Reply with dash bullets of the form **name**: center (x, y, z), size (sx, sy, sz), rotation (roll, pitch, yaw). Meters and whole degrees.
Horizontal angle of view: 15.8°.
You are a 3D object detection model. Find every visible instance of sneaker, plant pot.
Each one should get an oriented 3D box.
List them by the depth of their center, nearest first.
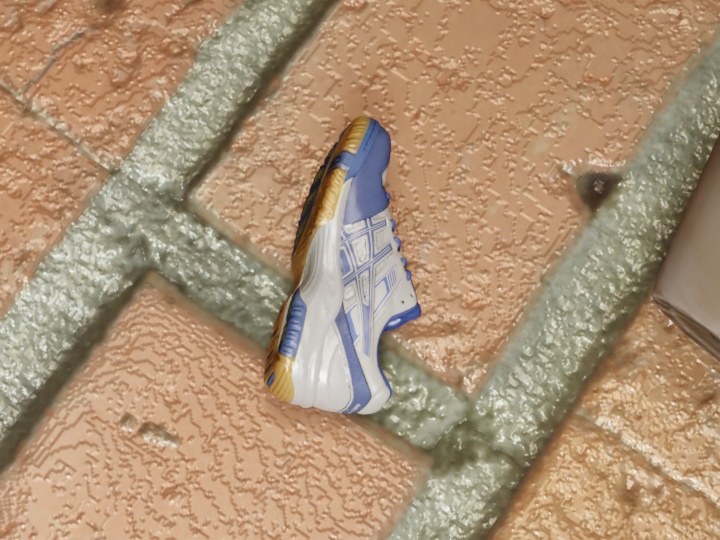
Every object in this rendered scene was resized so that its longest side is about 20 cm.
- **plant pot**: center (0.284, -0.016, 1.674), size (0.200, 0.200, 0.174), rotation (39, 87, 11)
- **sneaker**: center (0.000, 0.000, 1.704), size (0.088, 0.075, 0.201), rotation (17, 75, -10)
